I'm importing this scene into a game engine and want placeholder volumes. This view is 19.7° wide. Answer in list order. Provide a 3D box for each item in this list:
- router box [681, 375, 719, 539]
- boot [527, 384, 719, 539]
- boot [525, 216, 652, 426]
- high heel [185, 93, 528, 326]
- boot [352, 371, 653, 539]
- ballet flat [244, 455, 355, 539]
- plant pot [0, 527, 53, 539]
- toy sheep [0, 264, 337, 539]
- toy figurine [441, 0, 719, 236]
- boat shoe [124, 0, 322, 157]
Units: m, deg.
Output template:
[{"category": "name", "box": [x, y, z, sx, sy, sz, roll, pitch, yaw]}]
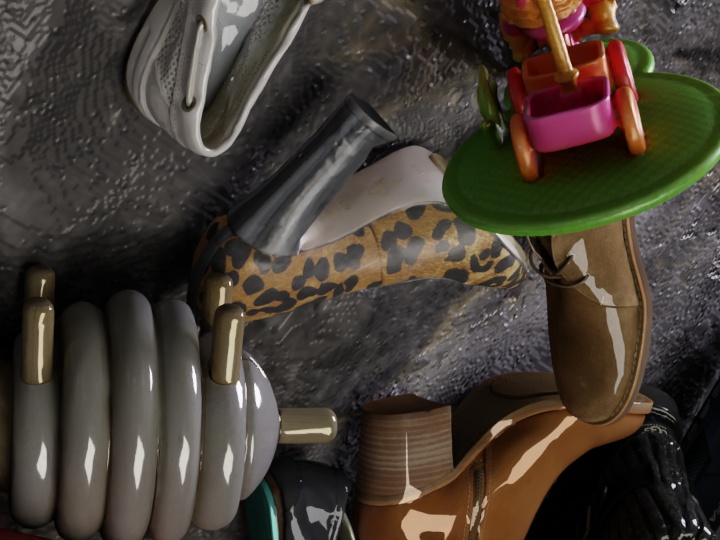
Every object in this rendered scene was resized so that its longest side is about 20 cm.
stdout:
[{"category": "router box", "box": [0.262, 0.126, 1.360, 0.062, 0.150, 0.201, 24, 108, -8]}, {"category": "boot", "box": [0.161, 0.195, 1.311, 0.079, 0.158, 0.212, 6, 124, -8]}, {"category": "boot", "box": [0.117, -0.005, 1.159, 0.075, 0.073, 0.201, -17, 110, -44]}, {"category": "high heel", "box": [0.000, 0.000, 1.101, 0.143, 0.071, 0.200, -45, 139, 9]}, {"category": "boot", "box": [0.087, 0.147, 1.242, 0.199, 0.077, 0.156, -9, 103, -31]}, {"category": "ballet flat", "box": [-0.032, 0.200, 1.201, 0.073, 0.073, 0.201, -11, 113, -35]}, {"category": "plant pot", "box": [-0.175, 0.207, 0.966, 0.176, 0.201, 0.201, 5, 122, -15]}, {"category": "toy sheep", "box": [-0.109, 0.070, 1.007, 0.198, 0.138, 0.139, 4, 125, -8]}, {"category": "toy figurine", "box": [0.088, -0.146, 1.011, 0.149, 0.200, 0.185, -13, 118, 12]}, {"category": "boat shoe", "box": [-0.039, -0.144, 0.940, 0.071, 0.069, 0.201, 5, 118, -41]}]
